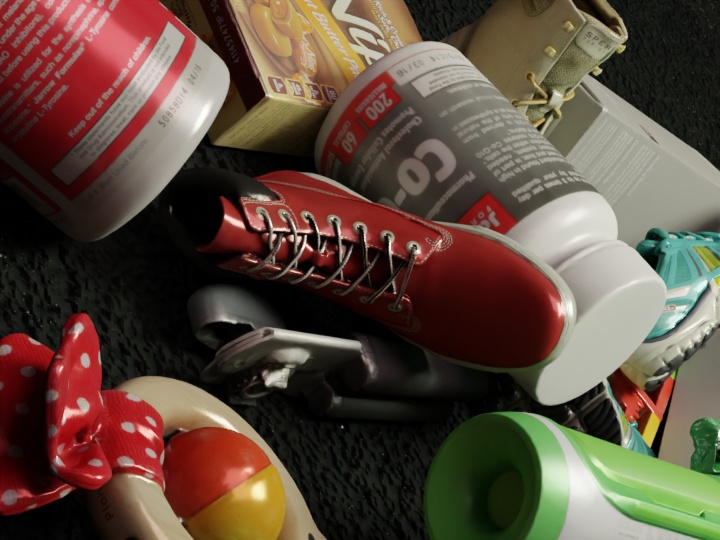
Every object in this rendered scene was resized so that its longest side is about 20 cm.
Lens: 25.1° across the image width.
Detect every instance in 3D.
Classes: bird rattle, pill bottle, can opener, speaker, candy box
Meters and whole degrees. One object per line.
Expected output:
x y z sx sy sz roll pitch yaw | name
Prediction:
-0.082 0.104 0.686 0.200 0.113 0.163 44 17 10 | bird rattle
-0.166 -0.115 0.735 0.200 0.112 0.113 42 32 -21 | pill bottle
0.073 -0.027 0.921 0.114 0.114 0.200 3 40 -53 | pill bottle
-0.010 0.040 0.854 0.199 0.053 0.067 10 52 -51 | can opener
0.124 0.128 0.798 0.199 0.088 0.089 21 43 -41 | speaker
-0.030 -0.130 0.994 0.199 0.055 0.116 2 60 -53 | candy box

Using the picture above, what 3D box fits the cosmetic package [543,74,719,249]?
0.193 -0.073 1.197 0.199 0.090 0.107 23 21 -38 | cosmetic package

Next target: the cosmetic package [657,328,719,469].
0.251 0.124 1.115 0.083 0.050 0.200 60 29 -19 | cosmetic package

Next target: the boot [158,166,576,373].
0.000 0.000 0.807 0.199 0.073 0.144 22 9 26 | boot

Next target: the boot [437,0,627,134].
0.114 -0.103 1.067 0.072 0.155 0.201 15 46 -44 | boot

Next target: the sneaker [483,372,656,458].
0.138 0.107 0.987 0.201 0.077 0.080 61 20 -6 | sneaker

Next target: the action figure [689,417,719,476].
0.247 0.178 0.995 0.118 0.055 0.201 -37 107 -36 | action figure

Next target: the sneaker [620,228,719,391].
0.230 -0.001 1.115 0.080 0.078 0.200 46 51 8 | sneaker

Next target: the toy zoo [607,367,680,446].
0.161 0.055 1.107 0.131 0.020 0.200 51 30 -6 | toy zoo
